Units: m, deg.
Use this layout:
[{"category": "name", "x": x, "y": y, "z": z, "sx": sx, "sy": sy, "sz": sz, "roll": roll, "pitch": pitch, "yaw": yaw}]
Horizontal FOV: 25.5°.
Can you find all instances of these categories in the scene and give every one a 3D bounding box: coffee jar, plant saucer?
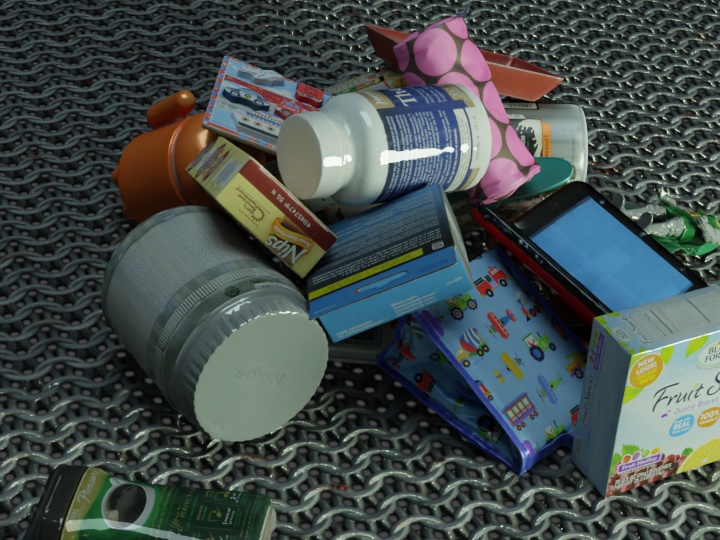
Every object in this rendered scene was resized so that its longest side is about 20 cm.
[{"category": "coffee jar", "x": -0.176, "y": 0.224, "z": 1.320, "sx": 0.199, "sy": 0.086, "sz": 0.105, "roll": 9, "pitch": 39, "yaw": 5}, {"category": "plant saucer", "x": 0.112, "y": -0.239, "z": 1.846, "sx": 0.199, "sy": 0.037, "sz": 0.200, "roll": 10, "pitch": 12, "yaw": -13}]

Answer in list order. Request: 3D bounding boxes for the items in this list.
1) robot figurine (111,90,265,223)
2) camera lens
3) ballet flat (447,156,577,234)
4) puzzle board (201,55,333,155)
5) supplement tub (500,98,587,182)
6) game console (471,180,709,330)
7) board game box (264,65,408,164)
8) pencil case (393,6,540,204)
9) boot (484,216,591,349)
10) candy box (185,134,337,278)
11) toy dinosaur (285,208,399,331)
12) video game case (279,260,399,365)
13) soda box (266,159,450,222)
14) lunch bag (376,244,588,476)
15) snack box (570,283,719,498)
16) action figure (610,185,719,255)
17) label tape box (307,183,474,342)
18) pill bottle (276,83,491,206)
[{"category": "robot figurine", "x": -0.181, "y": -0.104, "z": 1.714, "sx": 0.199, "sy": 0.116, "sz": 0.145, "roll": -13, "pitch": 60, "yaw": 45}, {"category": "camera lens", "x": -0.141, "y": 0.045, "z": 1.508, "sx": 0.159, "sy": 0.161, "sz": 0.200, "roll": -18, "pitch": 41, "yaw": -28}, {"category": "ballet flat", "x": 0.142, "y": -0.076, "z": 1.756, "sx": 0.199, "sy": 0.064, "sz": 0.076, "roll": -12, "pitch": 49, "yaw": 4}, {"category": "puzzle board", "x": -0.059, "y": -0.157, "z": 1.668, "sx": 0.199, "sy": 0.017, "sz": 0.151, "roll": 19, "pitch": 33, "yaw": -8}, {"category": "supplement tub", "x": 0.153, "y": -0.136, "z": 1.828, "sx": 0.199, "sy": 0.123, "sz": 0.123, "roll": 0, "pitch": 36, "yaw": -5}, {"category": "game console", "x": 0.231, "y": -0.019, "z": 1.581, "sx": 0.119, "sy": 0.172, "sz": 0.200, "roll": -48, "pitch": 65, "yaw": 1}, {"category": "board game box", "x": -0.041, "y": -0.179, "z": 1.829, "sx": 0.199, "sy": 0.047, "sz": 0.152, "roll": -19, "pitch": 13, "yaw": 2}, {"category": "pencil case", "x": 0.118, "y": -0.171, "z": 1.691, "sx": 0.090, "sy": 0.201, "sz": 0.094, "roll": -26, "pitch": -2, "yaw": 33}, {"category": "boot", "x": 0.211, "y": 0.017, "z": 1.670, "sx": 0.200, "sy": 0.071, "sz": 0.144, "roll": 11, "pitch": 42, "yaw": 16}, {"category": "candy box", "x": -0.099, "y": -0.065, "z": 1.542, "sx": 0.055, "sy": 0.115, "sz": 0.200, "roll": -47, "pitch": 18, "yaw": -1}, {"category": "toy dinosaur", "x": 0.000, "y": 0.000, "z": 1.634, "sx": 0.135, "sy": 0.102, "sz": 0.201, "roll": -23, "pitch": 63, "yaw": -11}, {"category": "video game case", "x": 0.001, "y": 0.028, "z": 1.668, "sx": 0.181, "sy": 0.024, "sz": 0.201, "roll": 5, "pitch": 36, "yaw": 0}, {"category": "soda box", "x": -0.004, "y": -0.100, "z": 1.735, "sx": 0.199, "sy": 0.064, "sz": 0.069, "roll": -13, "pitch": 29, "yaw": 4}, {"category": "lunch bag", "x": 0.143, "y": 0.095, "z": 1.533, "sx": 0.200, "sy": 0.094, "sz": 0.150, "roll": 43, "pitch": 47, "yaw": 17}, {"category": "snack box", "x": 0.301, "y": 0.104, "z": 1.470, "sx": 0.199, "sy": 0.170, "sz": 0.068, "roll": -14, "pitch": 38, "yaw": -25}, {"category": "action figure", "x": 0.347, "y": -0.052, "z": 1.752, "sx": 0.199, "sy": 0.055, "sz": 0.118, "roll": 2, "pitch": 31, "yaw": -49}, {"category": "label tape box", "x": 0.026, "y": 0.004, "z": 1.478, "sx": 0.143, "sy": 0.064, "sz": 0.200, "roll": -21, "pitch": 23, "yaw": 7}, {"category": "pill bottle", "x": 0.022, "y": -0.123, "z": 1.570, "sx": 0.199, "sy": 0.112, "sz": 0.111, "roll": -10, "pitch": 37, "yaw": -34}]
